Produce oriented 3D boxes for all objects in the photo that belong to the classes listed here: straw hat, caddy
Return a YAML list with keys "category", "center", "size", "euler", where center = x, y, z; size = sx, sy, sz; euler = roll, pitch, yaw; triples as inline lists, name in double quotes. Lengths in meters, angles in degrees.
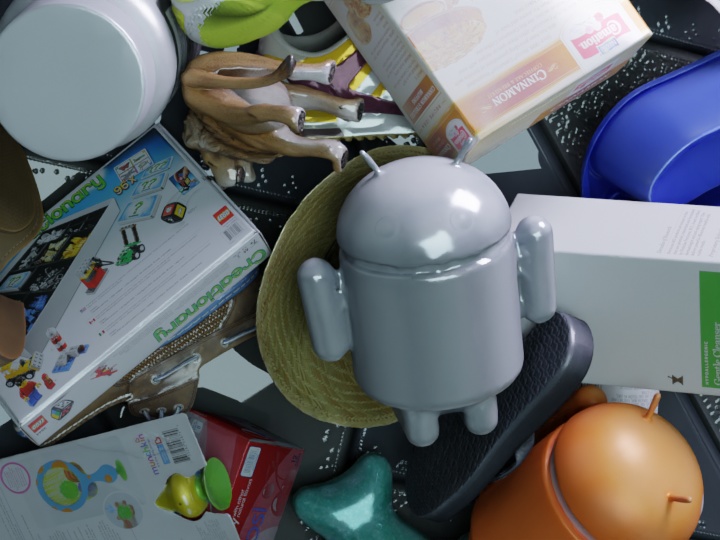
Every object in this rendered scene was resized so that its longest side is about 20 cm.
- category: "straw hat"
  center: [0.000, 0.000, 1.453]
  size: [0.201, 0.085, 0.201]
  euler: [-10, 113, -25]
- category: "caddy"
  center: [0.255, -0.080, 1.506]
  size: [0.200, 0.105, 0.141]
  euler: [-24, 128, -10]

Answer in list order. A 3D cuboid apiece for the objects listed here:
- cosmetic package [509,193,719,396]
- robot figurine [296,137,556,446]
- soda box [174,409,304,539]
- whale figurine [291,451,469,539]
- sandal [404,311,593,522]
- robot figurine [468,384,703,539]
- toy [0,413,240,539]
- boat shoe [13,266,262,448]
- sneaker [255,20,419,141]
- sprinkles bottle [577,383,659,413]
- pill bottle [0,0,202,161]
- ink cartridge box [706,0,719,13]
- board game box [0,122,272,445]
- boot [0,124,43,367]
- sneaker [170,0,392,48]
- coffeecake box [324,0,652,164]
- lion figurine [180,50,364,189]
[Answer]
- category: "cosmetic package"
  center: [0.192, 0.016, 1.424]
  size: [0.200, 0.085, 0.108]
  euler: [3, 119, 19]
- category: "robot figurine"
  center: [0.045, 0.012, 1.362]
  size: [0.169, 0.113, 0.200]
  euler: [-11, 114, -12]
- category: "soda box"
  center: [-0.112, 0.201, 1.457]
  size: [0.063, 0.070, 0.200]
  euler: [16, 94, -51]
- category: "whale figurine"
  center: [0.027, 0.232, 1.491]
  size: [0.159, 0.104, 0.200]
  euler: [-25, 100, -9]
- category: "sandal"
  center: [0.097, 0.109, 1.425]
  size: [0.043, 0.076, 0.200]
  euler: [23, 131, -27]
- category: "robot figurine"
  center: [0.154, 0.166, 1.431]
  size: [0.117, 0.200, 0.144]
  euler: [42, 44, -2]
- category: "toy"
  center: [-0.174, 0.160, 1.429]
  size: [0.200, 0.047, 0.115]
  euler: [-14, 107, 27]
- category: "boat shoe"
  center: [-0.141, 0.066, 1.436]
  size: [0.200, 0.072, 0.072]
  euler: [-36, 106, -7]
- category: "sneaker"
  center: [0.027, -0.140, 1.448]
  size: [0.200, 0.075, 0.090]
  euler: [-7, 106, -15]
- category: "sprinkles bottle"
  center: [0.182, 0.110, 1.531]
  size: [0.068, 0.068, 0.200]
  euler: [2, 98, -15]
- category: "pill bottle"
  center: [-0.165, -0.139, 1.320]
  size: [0.114, 0.200, 0.114]
  euler: [1, 108, 4]
- category: "ink cartridge box"
  center: [0.231, -0.267, 1.473]
  size: [0.200, 0.050, 0.161]
  euler: [41, 62, -28]
- category: "board game box"
  center: [-0.173, 0.006, 1.396]
  size: [0.200, 0.126, 0.035]
  euler: [-39, 147, -6]
- category: "boot"
  center: [-0.289, 0.001, 1.384]
  size: [0.155, 0.200, 0.077]
  euler: [-20, 149, 25]
- category: "sneaker"
  center: [-0.032, -0.214, 1.313]
  size: [0.200, 0.076, 0.105]
  euler: [-19, 60, -14]
- category: "coffeecake box"
  center: [0.070, -0.189, 1.402]
  size: [0.153, 0.073, 0.200]
  euler: [-32, 83, -22]
- category: "lion figurine"
  center: [-0.072, -0.107, 1.335]
  size: [0.122, 0.200, 0.073]
  euler: [13, 75, 14]
